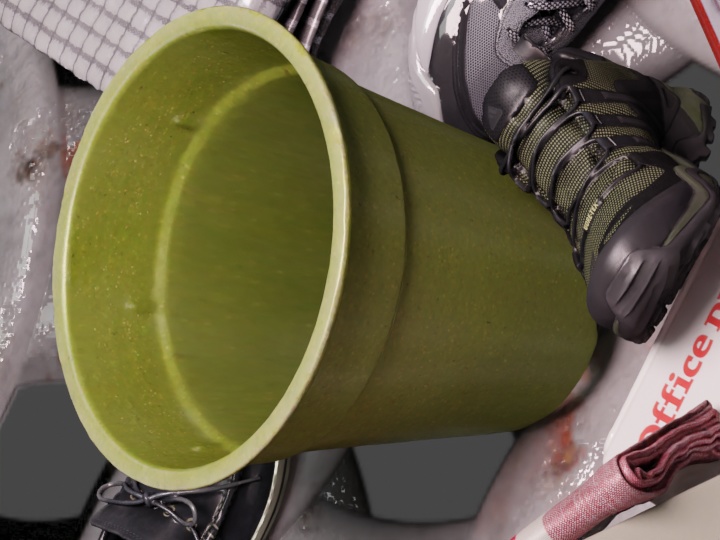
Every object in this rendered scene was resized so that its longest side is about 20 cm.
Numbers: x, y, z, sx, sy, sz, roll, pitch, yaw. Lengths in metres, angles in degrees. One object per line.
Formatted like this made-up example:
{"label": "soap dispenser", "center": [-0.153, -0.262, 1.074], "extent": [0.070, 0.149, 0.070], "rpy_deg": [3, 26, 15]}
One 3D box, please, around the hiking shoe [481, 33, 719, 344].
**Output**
{"label": "hiking shoe", "center": [0.092, -0.037, 1.187], "extent": [0.200, 0.100, 0.076], "rpy_deg": [-78, 14, -68]}

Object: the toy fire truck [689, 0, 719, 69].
{"label": "toy fire truck", "center": [0.220, -0.094, 1.120], "extent": [0.167, 0.112, 0.201], "rpy_deg": [-23, 59, 9]}

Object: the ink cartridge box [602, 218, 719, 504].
{"label": "ink cartridge box", "center": [0.214, 0.063, 1.124], "extent": [0.200, 0.084, 0.146], "rpy_deg": [30, 95, 41]}

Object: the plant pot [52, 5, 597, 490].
{"label": "plant pot", "center": [0.000, 0.000, 1.238], "extent": [0.200, 0.189, 0.201], "rpy_deg": [-11, 76, 48]}

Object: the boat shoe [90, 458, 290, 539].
{"label": "boat shoe", "center": [-0.090, 0.122, 1.370], "extent": [0.074, 0.062, 0.201], "rpy_deg": [22, 89, 43]}

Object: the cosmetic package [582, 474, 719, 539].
{"label": "cosmetic package", "center": [0.093, 0.143, 1.030], "extent": [0.073, 0.199, 0.104], "rpy_deg": [54, 142, 21]}

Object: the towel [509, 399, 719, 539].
{"label": "towel", "center": [0.049, 0.125, 1.092], "extent": [0.200, 0.144, 0.023], "rpy_deg": [-41, 81, 20]}

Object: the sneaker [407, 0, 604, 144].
{"label": "sneaker", "center": [0.100, -0.136, 1.288], "extent": [0.114, 0.075, 0.201], "rpy_deg": [21, 87, 44]}

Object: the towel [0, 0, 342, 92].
{"label": "towel", "center": [-0.082, -0.159, 1.443], "extent": [0.200, 0.085, 0.166], "rpy_deg": [32, 95, 43]}
